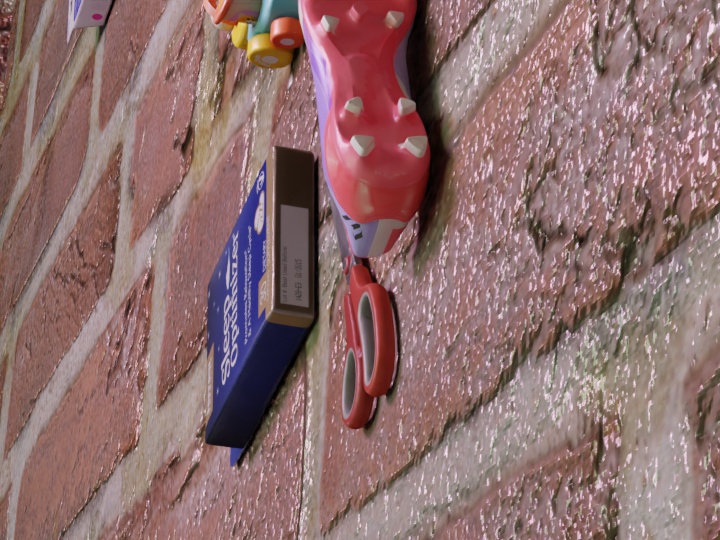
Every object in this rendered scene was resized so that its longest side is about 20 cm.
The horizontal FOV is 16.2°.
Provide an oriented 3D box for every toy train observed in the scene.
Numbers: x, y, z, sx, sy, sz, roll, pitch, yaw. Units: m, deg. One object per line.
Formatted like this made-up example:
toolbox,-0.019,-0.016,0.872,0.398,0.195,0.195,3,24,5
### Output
toy train,-0.070,-0.218,1.693,0.200,0.055,0.151,-120,40,-68

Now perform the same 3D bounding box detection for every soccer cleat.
soccer cleat,-0.001,-0.097,1.340,0.201,0.066,0.077,-100,18,-44

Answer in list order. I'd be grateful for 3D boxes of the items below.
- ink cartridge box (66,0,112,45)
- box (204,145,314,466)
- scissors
ink cartridge box,-0.260,-0.317,2.535,0.200,0.037,0.095,124,150,-55
box,-0.069,0.028,1.594,0.200,0.032,0.122,117,157,-53
scissors,0.000,0.000,1.383,0.073,0.014,0.201,109,163,-45
